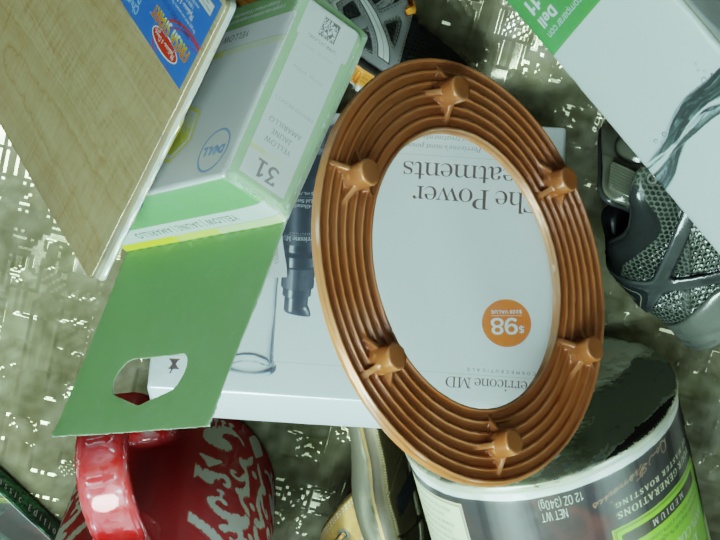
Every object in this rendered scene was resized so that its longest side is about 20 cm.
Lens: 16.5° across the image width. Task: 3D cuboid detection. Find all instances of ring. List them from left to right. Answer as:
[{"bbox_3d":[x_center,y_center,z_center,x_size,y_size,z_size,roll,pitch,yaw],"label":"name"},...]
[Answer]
[{"bbox_3d":[0.053,-0.001,1.150,0.019,0.201,0.201,-16,118,42],"label":"ring"}]

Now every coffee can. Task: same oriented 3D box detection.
[{"bbox_3d":[0.114,0.157,1.302,0.145,0.147,0.201,-12,115,9],"label":"coffee can"}]

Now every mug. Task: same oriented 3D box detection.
[{"bbox_3d":[-0.097,0.143,1.277,0.132,0.200,0.179,18,115,-5],"label":"mug"}]

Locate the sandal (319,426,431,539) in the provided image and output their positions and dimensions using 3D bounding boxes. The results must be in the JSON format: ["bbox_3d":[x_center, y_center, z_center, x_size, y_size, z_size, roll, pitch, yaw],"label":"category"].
[{"bbox_3d":[0.004,0.131,1.339,0.054,0.080,0.201,2,116,19],"label":"sandal"}]

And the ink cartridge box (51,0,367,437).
[{"bbox_3d":[-0.085,-0.025,1.142,0.048,0.201,0.145,35,156,-28],"label":"ink cartridge box"}]

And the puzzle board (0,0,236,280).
[{"bbox_3d":[-0.126,-0.114,1.167,0.017,0.200,0.151,9,122,-37],"label":"puzzle board"}]

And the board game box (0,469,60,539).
[{"bbox_3d":[-0.246,0.135,1.380,0.105,0.024,0.200,-36,110,21],"label":"board game box"}]

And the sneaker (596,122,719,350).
[{"bbox_3d":[0.192,-0.057,1.231,0.114,0.076,0.199,35,119,-20],"label":"sneaker"}]

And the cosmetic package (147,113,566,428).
[{"bbox_3d":[0.000,0.000,1.234,0.198,0.052,0.152,3,72,1],"label":"cosmetic package"}]

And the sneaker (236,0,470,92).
[{"bbox_3d":[-0.018,-0.143,1.204,0.199,0.078,0.077,33,94,-20],"label":"sneaker"}]

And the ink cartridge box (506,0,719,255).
[{"bbox_3d":[0.180,-0.102,1.124,0.200,0.146,0.083,51,137,9],"label":"ink cartridge box"}]
